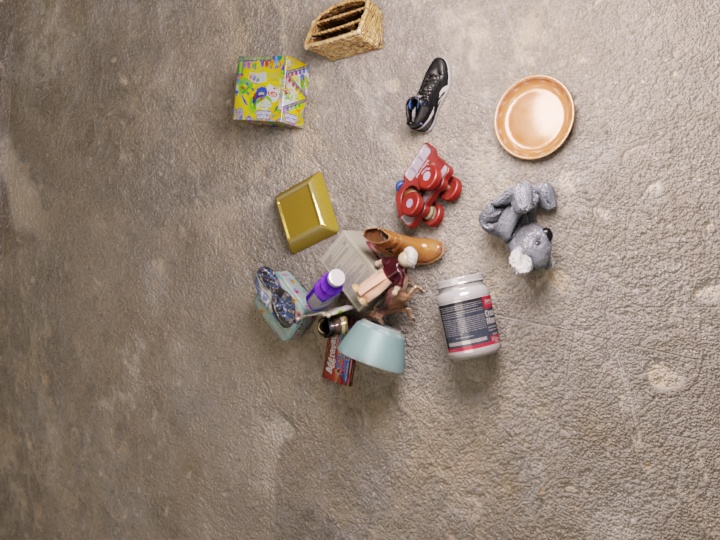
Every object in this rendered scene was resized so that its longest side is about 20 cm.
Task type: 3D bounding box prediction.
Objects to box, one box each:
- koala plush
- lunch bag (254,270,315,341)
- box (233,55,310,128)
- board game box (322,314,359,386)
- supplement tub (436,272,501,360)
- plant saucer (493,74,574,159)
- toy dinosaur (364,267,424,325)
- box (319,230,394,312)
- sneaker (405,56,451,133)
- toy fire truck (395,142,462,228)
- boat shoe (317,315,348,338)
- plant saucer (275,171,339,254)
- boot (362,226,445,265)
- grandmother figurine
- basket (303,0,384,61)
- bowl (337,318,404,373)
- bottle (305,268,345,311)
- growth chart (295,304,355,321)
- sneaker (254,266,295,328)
[{"bbox_3d":[0.394,-0.086,1.443,0.183,0.176,0.203,-31,76,40],"label":"koala plush"},{"bbox_3d":[-0.238,0.117,1.887,0.161,0.077,0.201,-49,67,23],"label":"lunch bag"},{"bbox_3d":[-0.278,-0.552,1.862,0.197,0.121,0.197,11,97,30],"label":"box"},{"bbox_3d":[-0.058,0.239,1.814,0.102,0.019,0.204,13,99,32],"label":"board game box"},{"bbox_3d":[0.273,0.118,1.532,0.138,0.140,0.204,-14,85,31],"label":"supplement tub"},{"bbox_3d":[0.429,-0.375,1.478,0.197,0.037,0.204,1,92,33],"label":"plant saucer"},{"bbox_3d":[0.090,0.079,1.633,0.086,0.133,0.202,-118,31,-42],"label":"toy dinosaur"},{"bbox_3d":[0.000,0.000,1.716,0.128,0.108,0.201,-48,68,24],"label":"box"},{"bbox_3d":[0.177,-0.471,1.587,0.072,0.111,0.204,20,102,28],"label":"sneaker"},{"bbox_3d":[0.166,-0.224,1.619,0.201,0.111,0.169,-55,42,20],"label":"toy fire truck"},{"bbox_3d":[-0.094,0.159,1.746,0.200,0.064,0.075,156,115,-66],"label":"boat shoe"},{"bbox_3d":[-0.180,-0.178,1.858,0.198,0.048,0.203,-23,80,30],"label":"plant saucer"},{"bbox_3d":[0.114,-0.070,1.609,0.197,0.154,0.075,0,75,32],"label":"boot"},{"bbox_3d":[0.072,0.013,1.580,0.199,0.060,0.122,-40,65,16],"label":"grandmother figurine"},{"bbox_3d":[-0.049,-0.698,1.699,0.197,0.148,0.146,-1,91,32],"label":"basket"},{"bbox_3d":[0.044,0.201,1.657,0.198,0.200,0.107,20,90,29],"label":"bowl"},{"bbox_3d":[-0.093,0.053,1.666,0.066,0.083,0.200,58,152,8],"label":"bottle"},{"bbox_3d":[-0.095,0.119,1.740,0.199,0.143,0.018,-12,92,52],"label":"growth chart"},{"bbox_3d":[-0.261,0.088,1.824,0.077,0.075,0.202,-46,66,49],"label":"sneaker"}]
